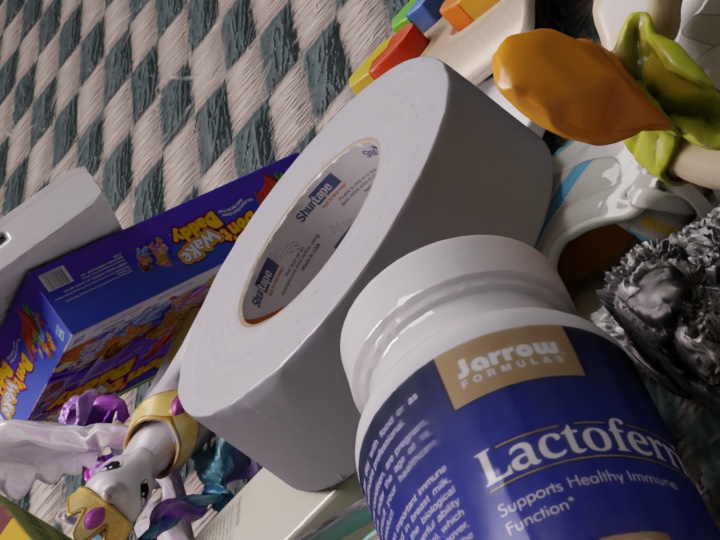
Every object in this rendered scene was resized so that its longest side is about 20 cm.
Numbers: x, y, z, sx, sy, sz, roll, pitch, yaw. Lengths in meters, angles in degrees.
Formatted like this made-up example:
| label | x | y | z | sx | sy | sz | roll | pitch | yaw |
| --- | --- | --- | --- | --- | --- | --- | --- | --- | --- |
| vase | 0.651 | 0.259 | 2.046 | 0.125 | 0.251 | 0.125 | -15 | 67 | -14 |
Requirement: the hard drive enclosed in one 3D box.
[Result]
| label | x | y | z | sx | sy | sz | roll | pitch | yaw |
| --- | --- | --- | --- | --- | --- | --- | --- | --- | --- |
| hard drive | -0.189 | 0.016 | 1.254 | 0.132 | 0.026 | 0.200 | -36 | -14 | -7 |

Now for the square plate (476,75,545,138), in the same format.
| label | x | y | z | sx | sy | sz | roll | pitch | yaw |
| --- | --- | --- | --- | --- | --- | --- | --- | --- | --- |
| square plate | 0.029 | -0.014 | 1.220 | 0.200 | 0.028 | 0.199 | -20 | 40 | 56 |

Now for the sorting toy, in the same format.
| label | x | y | z | sx | sy | sz | roll | pitch | yaw |
| --- | --- | --- | --- | --- | --- | --- | --- | --- | --- |
| sorting toy | 0.058 | -0.157 | 1.313 | 0.185 | 0.036 | 0.201 | -35 | 19 | 39 |

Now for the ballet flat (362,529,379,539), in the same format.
| label | x | y | z | sx | sy | sz | roll | pitch | yaw |
| --- | --- | --- | --- | --- | --- | --- | --- | --- | --- |
| ballet flat | 0.052 | 0.116 | 0.944 | 0.200 | 0.067 | 0.070 | -46 | -14 | 19 |

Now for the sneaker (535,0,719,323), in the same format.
| label | x | y | z | sx | sy | sz | roll | pitch | yaw |
| --- | --- | --- | --- | --- | --- | --- | --- | --- | --- |
| sneaker | 0.142 | -0.052 | 0.984 | 0.200 | 0.076 | 0.081 | -53 | 28 | 24 |

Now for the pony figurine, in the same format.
| label | x | y | z | sx | sy | sz | roll | pitch | yaw |
| --- | --- | --- | --- | --- | --- | --- | --- | --- | --- |
| pony figurine | -0.114 | 0.095 | 1.172 | 0.200 | 0.166 | 0.193 | -54 | 2 | -34 |

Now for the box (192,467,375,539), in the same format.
| label | x | y | z | sx | sy | sz | roll | pitch | yaw |
| --- | --- | --- | --- | --- | --- | --- | --- | --- | --- |
| box | -0.007 | 0.116 | 1.050 | 0.200 | 0.068 | 0.082 | -45 | 23 | 24 |

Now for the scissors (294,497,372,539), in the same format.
| label | x | y | z | sx | sy | sz | roll | pitch | yaw |
| --- | --- | --- | --- | --- | --- | --- | --- | --- | --- |
| scissors | 0.029 | 0.094 | 0.962 | 0.200 | 0.073 | 0.014 | -39 | 56 | 6 |

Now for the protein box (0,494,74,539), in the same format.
| label | x | y | z | sx | sy | sz | roll | pitch | yaw |
| --- | --- | --- | --- | --- | --- | --- | --- | --- | --- |
| protein box | -0.086 | 0.216 | 0.889 | 0.135 | 0.199 | 0.198 | -57 | 21 | -5 |

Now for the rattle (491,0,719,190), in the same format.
| label | x | y | z | sx | sy | sz | roll | pitch | yaw |
| --- | --- | --- | --- | --- | --- | --- | --- | --- | --- |
| rattle | 0.167 | -0.116 | 0.861 | 0.199 | 0.143 | 0.131 | -18 | 58 | 31 |

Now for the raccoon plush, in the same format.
| label | x | y | z | sx | sy | sz | roll | pitch | yaw |
| --- | --- | --- | --- | --- | --- | --- | --- | --- | --- |
| raccoon plush | 0.158 | -0.017 | 0.869 | 0.134 | 0.097 | 0.200 | -48 | 21 | -2 |

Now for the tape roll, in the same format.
| label | x | y | z | sx | sy | sz | roll | pitch | yaw |
| --- | --- | --- | --- | --- | --- | --- | --- | --- | --- |
| tape roll | 0.000 | 0.000 | 1.023 | 0.200 | 0.066 | 0.201 | -47 | 18 | 21 |

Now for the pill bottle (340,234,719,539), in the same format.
| label | x | y | z | sx | sy | sz | roll | pitch | yaw |
| --- | --- | --- | --- | --- | --- | --- | --- | --- | --- |
| pill bottle | 0.063 | 0.087 | 0.807 | 0.116 | 0.115 | 0.201 | -46 | 41 | 22 |

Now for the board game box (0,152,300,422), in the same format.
| label | x | y | z | sx | sy | sz | roll | pitch | yaw |
| --- | --- | --- | --- | --- | --- | --- | --- | --- | --- |
| board game box | -0.120 | 0.017 | 1.281 | 0.199 | 0.045 | 0.135 | -27 | -17 | -37 |
